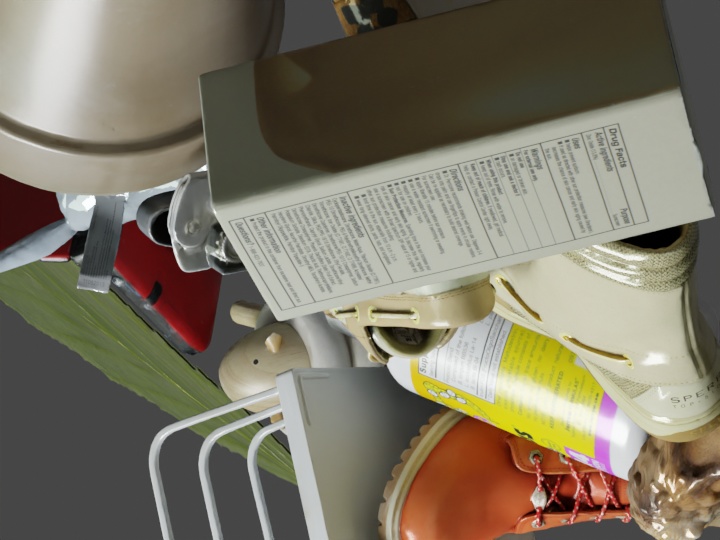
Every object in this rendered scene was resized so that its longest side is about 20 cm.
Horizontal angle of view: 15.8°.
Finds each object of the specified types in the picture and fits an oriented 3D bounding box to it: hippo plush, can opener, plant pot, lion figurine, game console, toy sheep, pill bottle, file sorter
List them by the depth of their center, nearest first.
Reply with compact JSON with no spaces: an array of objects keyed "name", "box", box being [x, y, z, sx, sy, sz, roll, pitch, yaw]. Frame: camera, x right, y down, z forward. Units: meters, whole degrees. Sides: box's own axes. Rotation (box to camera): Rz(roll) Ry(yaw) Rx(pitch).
[{"name":"lion figurine","box":[0.201,0.080,1.242,0.072,0.123,0.200,41,167,-10]},{"name":"plant pot","box":[-0.124,-0.164,1.257,0.200,0.200,0.174,38,152,8]},{"name":"can opener","box":[-0.019,-0.043,1.341,0.067,0.199,0.054,31,126,50]},{"name":"pill bottle","box":[0.083,0.032,1.386,0.199,0.105,0.104,22,161,24]},{"name":"file sorter","box":[-0.009,0.138,1.489,0.124,0.140,0.199,-21,167,34]},{"name":"hippo plush","box":[-0.090,-0.066,1.521,0.158,0.202,0.161,8,170,32]},{"name":"toy sheep","box":[-0.001,0.052,1.663,0.138,0.199,0.139,29,126,51]},{"name":"game console","box":[-0.178,-0.048,1.678,0.118,0.201,0.172,-22,130,27]}]

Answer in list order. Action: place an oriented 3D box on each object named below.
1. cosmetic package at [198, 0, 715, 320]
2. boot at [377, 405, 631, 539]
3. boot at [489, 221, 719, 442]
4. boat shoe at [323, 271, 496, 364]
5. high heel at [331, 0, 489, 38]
[{"name":"cosmetic package","box":[0.041,-0.053,1.091,0.105,0.198,0.072,65,-166,-57]},{"name":"boot","box":[0.104,0.110,1.418,0.107,0.199,0.076,26,133,45]},{"name":"boot","box":[0.093,-0.025,1.215,0.200,0.073,0.156,46,166,36]},{"name":"boat shoe","box":[0.017,0.011,1.266,0.200,0.073,0.067,146,108,-77]},{"name":"high heel","box":[0.006,-0.130,1.171,0.143,0.071,0.201,44,157,28]}]
